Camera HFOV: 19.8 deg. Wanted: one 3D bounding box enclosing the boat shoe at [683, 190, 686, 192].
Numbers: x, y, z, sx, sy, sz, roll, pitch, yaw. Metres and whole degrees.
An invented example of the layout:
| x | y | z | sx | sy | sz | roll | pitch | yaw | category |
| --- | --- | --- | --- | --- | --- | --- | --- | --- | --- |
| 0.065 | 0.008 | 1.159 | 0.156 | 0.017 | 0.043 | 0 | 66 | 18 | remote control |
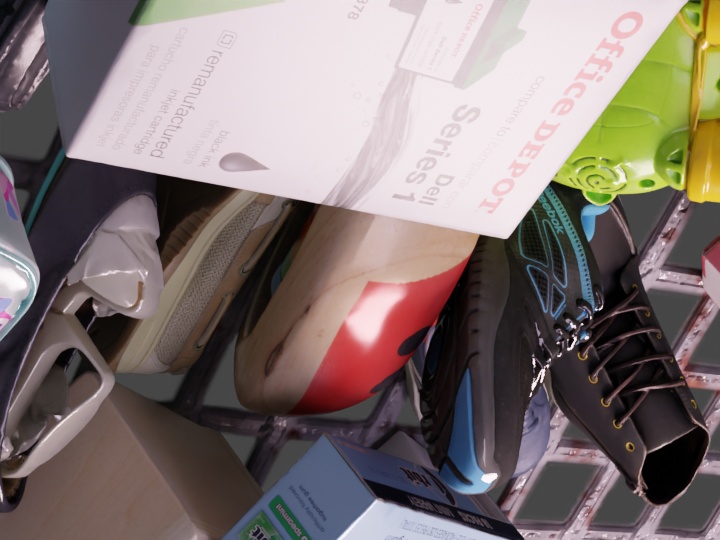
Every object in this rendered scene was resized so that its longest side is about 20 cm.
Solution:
| x | y | z | sx | sy | sz | roll | pitch | yaw | category |
| --- | --- | --- | --- | --- | --- | --- | --- | --- | --- |
| 0.237 | -0.098 | 1.080 | 0.199 | 0.057 | 0.069 | -30 | 135 | -8 | boat shoe |

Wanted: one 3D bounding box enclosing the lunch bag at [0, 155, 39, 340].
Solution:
| x | y | z | sx | sy | sz | roll | pitch | yaw | category |
| --- | --- | --- | --- | --- | --- | --- | --- | --- | --- |
| -0.235 | -0.006 | 0.824 | 0.199 | 0.077 | 0.160 | 20 | 123 | -43 | lunch bag |

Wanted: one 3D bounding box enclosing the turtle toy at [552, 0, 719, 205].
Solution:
| x | y | z | sx | sy | sz | roll | pitch | yaw | category |
| --- | --- | --- | --- | --- | --- | --- | --- | --- | --- |
| 0.120 | -0.125 | 0.942 | 0.145 | 0.101 | 0.201 | 9 | 116 | 10 | turtle toy |

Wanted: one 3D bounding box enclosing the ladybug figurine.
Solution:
| x | y | z | sx | sy | sz | roll | pitch | yaw | category |
| --- | --- | --- | --- | --- | --- | --- | --- | --- | --- |
| 0.000 | 0.000 | 0.944 | 0.072 | 0.136 | 0.200 | 24 | 141 | -8 | ladybug figurine |

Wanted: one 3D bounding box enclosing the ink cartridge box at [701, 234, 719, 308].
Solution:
| x | y | z | sx | sy | sz | roll | pitch | yaw | category |
| --- | --- | --- | --- | --- | --- | --- | --- | --- | --- |
| 0.282 | -0.035 | 1.100 | 0.200 | 0.083 | 0.147 | -41 | 167 | 3 | ink cartridge box |

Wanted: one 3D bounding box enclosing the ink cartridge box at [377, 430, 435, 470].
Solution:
| x | y | z | sx | sy | sz | roll | pitch | yaw | category |
| --- | --- | --- | --- | --- | --- | --- | --- | --- | --- |
| 0.016 | 0.222 | 1.136 | 0.200 | 0.145 | 0.145 | -42 | 136 | 3 | ink cartridge box |

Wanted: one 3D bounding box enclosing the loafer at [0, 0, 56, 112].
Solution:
| x | y | z | sx | sy | sz | roll | pitch | yaw | category |
| --- | --- | --- | --- | --- | --- | --- | --- | --- | --- |
| -0.094 | -0.145 | 0.821 | 0.070 | 0.068 | 0.201 | 24 | 106 | -34 | loafer |

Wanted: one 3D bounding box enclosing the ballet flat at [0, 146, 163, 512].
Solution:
| x | y | z | sx | sy | sz | roll | pitch | yaw | category |
| --- | --- | --- | --- | --- | --- | --- | --- | --- | --- |
| -0.128 | 0.019 | 0.906 | 0.073 | 0.073 | 0.201 | 28 | 93 | -44 | ballet flat |

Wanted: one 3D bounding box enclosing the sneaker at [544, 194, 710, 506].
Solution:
| x | y | z | sx | sy | sz | roll | pitch | yaw | category |
| --- | --- | --- | --- | --- | --- | --- | --- | --- | --- |
| 0.136 | 0.031 | 1.084 | 0.074 | 0.106 | 0.201 | -30 | 136 | -8 | sneaker |

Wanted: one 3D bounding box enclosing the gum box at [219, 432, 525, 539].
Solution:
| x | y | z | sx | sy | sz | roll | pitch | yaw | category |
| --- | --- | --- | --- | --- | --- | --- | --- | --- | --- |
| -0.035 | 0.171 | 0.962 | 0.200 | 0.045 | 0.170 | -46 | 151 | 10 | gum box |

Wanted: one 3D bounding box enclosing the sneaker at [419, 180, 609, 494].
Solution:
| x | y | z | sx | sy | sz | roll | pitch | yaw | category |
| --- | --- | --- | --- | --- | --- | --- | --- | --- | --- |
| 0.077 | 0.019 | 0.954 | 0.081 | 0.201 | 0.073 | 18 | 140 | -10 | sneaker |

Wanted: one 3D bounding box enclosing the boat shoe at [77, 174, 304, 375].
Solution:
| x | y | z | sx | sy | sz | roll | pitch | yaw | category |
| --- | --- | --- | --- | --- | --- | --- | --- | --- | --- |
| -0.060 | -0.031 | 0.936 | 0.063 | 0.073 | 0.201 | 11 | 121 | -42 | boat shoe |

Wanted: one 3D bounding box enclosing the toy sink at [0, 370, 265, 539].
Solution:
| x | y | z | sx | sy | sz | roll | pitch | yaw | category |
| --- | --- | --- | --- | --- | --- | --- | --- | --- | --- |
| -0.107 | 0.148 | 1.008 | 0.130 | 0.112 | 0.200 | -42 | 151 | 7 | toy sink |

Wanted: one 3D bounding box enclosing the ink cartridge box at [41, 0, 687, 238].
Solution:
| x | y | z | sx | sy | sz | roll | pitch | yaw | category |
| --- | --- | --- | --- | --- | --- | --- | --- | --- | --- |
| 0.001 | -0.101 | 0.772 | 0.199 | 0.085 | 0.146 | 10 | 135 | -28 | ink cartridge box |

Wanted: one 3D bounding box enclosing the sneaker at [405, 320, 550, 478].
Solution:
| x | y | z | sx | sy | sz | roll | pitch | yaw | category |
| --- | --- | --- | --- | --- | --- | --- | --- | --- | --- |
| 0.067 | 0.062 | 1.081 | 0.075 | 0.085 | 0.200 | -33 | 136 | -5 | sneaker |
